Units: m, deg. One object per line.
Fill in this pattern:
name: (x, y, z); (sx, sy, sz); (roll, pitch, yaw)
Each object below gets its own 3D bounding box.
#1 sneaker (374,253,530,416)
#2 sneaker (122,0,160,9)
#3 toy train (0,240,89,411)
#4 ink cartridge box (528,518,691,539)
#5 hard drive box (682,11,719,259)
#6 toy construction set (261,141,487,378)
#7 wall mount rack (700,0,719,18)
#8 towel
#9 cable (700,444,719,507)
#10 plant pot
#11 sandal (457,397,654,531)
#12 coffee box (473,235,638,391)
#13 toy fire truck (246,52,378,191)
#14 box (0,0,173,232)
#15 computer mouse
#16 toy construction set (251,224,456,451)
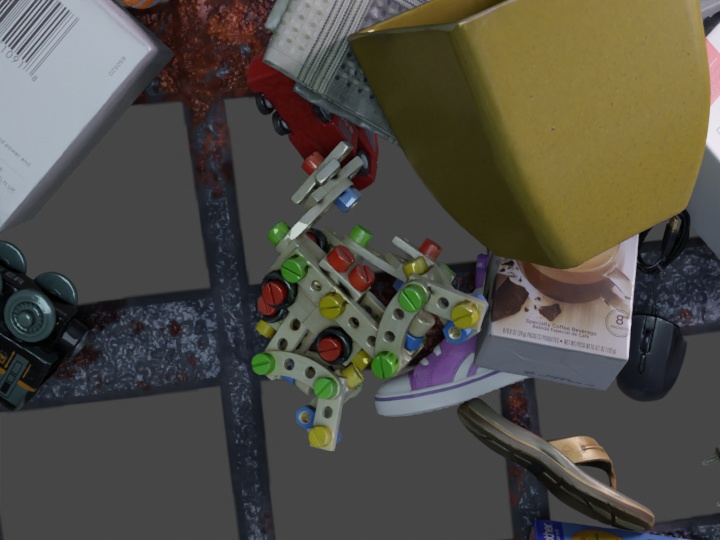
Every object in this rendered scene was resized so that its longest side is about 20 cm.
sneaker: (0.094, 0.050, 1.179); (0.199, 0.073, 0.115); (-20, 89, -4)
sneaker: (-0.159, -0.318, 1.129); (0.112, 0.078, 0.200); (40, 75, 18)
toy train: (-0.332, 0.031, 1.170); (0.199, 0.085, 0.114); (33, 105, -3)
ink cartridge box: (0.210, 0.284, 1.158); (0.198, 0.137, 0.077); (6, 114, 0)
hard drive box: (0.322, -0.099, 1.116); (0.200, 0.077, 0.156); (47, 60, -5)
toy construction set: (0.000, 0.000, 1.069); (0.200, 0.092, 0.131); (52, 122, 17)
wall mount rack: (0.274, -0.277, 1.121); (0.199, 0.174, 0.075); (-25, 136, 2)
towel: (0.037, -0.201, 1.074); (0.192, 0.034, 0.201); (29, 81, -19)
cable: (0.394, 0.144, 1.207); (0.199, 0.050, 0.098); (-27, 79, -9)
plant pot: (0.137, -0.116, 1.002); (0.193, 0.195, 0.201); (-25, 106, -18)
sandal: (0.176, 0.161, 1.190); (0.199, 0.080, 0.054); (34, 74, 1)
coffee box: (0.164, -0.017, 1.116); (0.112, 0.080, 0.202); (10, 66, -1)
toy fire truck: (-0.043, -0.175, 1.133); (0.048, 0.142, 0.200); (-14, 136, 26)
box: (-0.294, -0.171, 1.119); (0.199, 0.131, 0.200); (41, 96, -4)
computer mouse: (0.245, 0.034, 1.144); (0.058, 0.034, 0.201); (12, 126, 20)
toy construction set: (-0.015, 0.040, 1.161); (0.131, 0.092, 0.200); (38, 88, 21)
